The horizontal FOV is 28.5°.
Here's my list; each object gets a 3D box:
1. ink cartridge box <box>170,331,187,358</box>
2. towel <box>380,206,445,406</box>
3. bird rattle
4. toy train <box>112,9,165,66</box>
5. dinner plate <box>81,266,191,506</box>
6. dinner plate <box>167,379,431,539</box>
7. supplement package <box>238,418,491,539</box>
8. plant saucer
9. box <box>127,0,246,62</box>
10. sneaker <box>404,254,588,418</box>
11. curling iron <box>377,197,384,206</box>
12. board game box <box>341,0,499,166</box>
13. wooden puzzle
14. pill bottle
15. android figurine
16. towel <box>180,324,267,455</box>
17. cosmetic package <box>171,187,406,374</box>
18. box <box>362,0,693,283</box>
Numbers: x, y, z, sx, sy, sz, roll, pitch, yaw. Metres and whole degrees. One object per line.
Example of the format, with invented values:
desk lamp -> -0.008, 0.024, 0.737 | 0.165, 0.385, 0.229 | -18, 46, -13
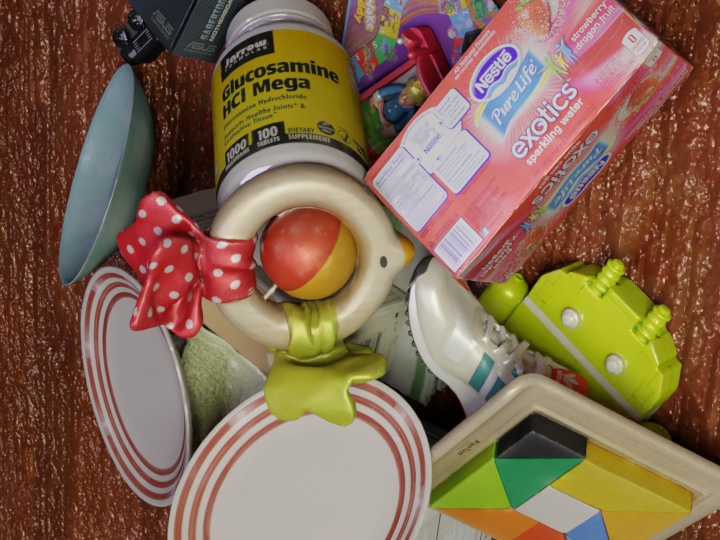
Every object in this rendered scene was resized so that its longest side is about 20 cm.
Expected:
ink cartridge box -> -0.142, 0.099, 1.249 | 0.198, 0.067, 0.117 | -3, 113, 40
towel -> 0.000, 0.000, 1.143 | 0.199, 0.031, 0.151 | 31, 123, 33
bird rattle -> -0.056, -0.001, 0.950 | 0.200, 0.113, 0.163 | 40, 99, -13
toy train -> -0.146, -0.234, 1.198 | 0.200, 0.034, 0.046 | -36, 80, 40
dinner plate -> -0.181, 0.094, 1.173 | 0.200, 0.024, 0.202 | 30, 127, 49
dinner plate -> -0.041, 0.159, 0.969 | 0.199, 0.201, 0.024 | 13, 150, 37
supplement package -> 0.007, 0.203, 1.079 | 0.109, 0.199, 0.115 | 23, 116, 32
plant saucer -> -0.218, -0.080, 1.252 | 0.201, 0.038, 0.203 | 131, 147, -48
box -> -0.146, -0.288, 1.134 | 0.200, 0.051, 0.158 | 51, 121, 34
sneaker -> 0.106, 0.067, 0.975 | 0.093, 0.071, 0.201 | -11, 119, 31
curling iron -> 0.006, -0.069, 1.080 | 0.198, 0.025, 0.050 | 6, 109, 35
board game box -> 0.031, -0.132, 1.074 | 0.157, 0.039, 0.202 | 26, 117, 32
wooden puzzle -> 0.138, 0.153, 0.965 | 0.198, 0.038, 0.185 | 23, 140, -17
pill bottle -> -0.053, -0.107, 1.036 | 0.113, 0.112, 0.201 | -51, 33, 36
android figurine -> 0.152, 0.078, 1.032 | 0.182, 0.041, 0.201 | 49, 129, 19
towel -> -0.098, 0.143, 1.167 | 0.148, 0.036, 0.201 | 31, 130, 21
cosmetic package -> -0.069, 0.013, 1.120 | 0.199, 0.105, 0.072 | 36, 126, 32
box -> 0.111, -0.098, 0.945 | 0.103, 0.094, 0.200 | 45, 107, 21
